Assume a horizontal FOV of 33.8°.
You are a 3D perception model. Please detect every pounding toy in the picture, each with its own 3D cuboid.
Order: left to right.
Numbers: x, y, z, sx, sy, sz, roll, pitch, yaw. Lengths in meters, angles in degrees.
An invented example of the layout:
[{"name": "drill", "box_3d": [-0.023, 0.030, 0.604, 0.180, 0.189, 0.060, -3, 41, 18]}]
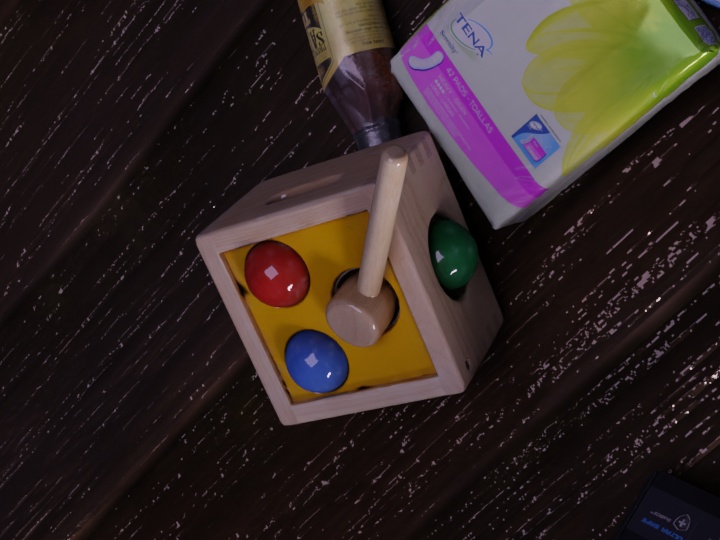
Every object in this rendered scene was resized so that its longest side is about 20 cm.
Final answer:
[{"name": "pounding toy", "box_3d": [0.000, 0.000, 0.824, 0.198, 0.142, 0.186, -14, 109, 30]}]

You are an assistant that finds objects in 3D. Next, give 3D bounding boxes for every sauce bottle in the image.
[{"name": "sauce bottle", "box_3d": [-0.004, -0.164, 0.901, 0.065, 0.066, 0.202, -19, 83, 27]}]

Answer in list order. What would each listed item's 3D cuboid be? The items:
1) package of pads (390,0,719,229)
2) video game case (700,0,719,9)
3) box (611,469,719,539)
[{"name": "package of pads", "box_3d": [0.130, -0.150, 0.824, 0.200, 0.068, 0.155, -40, 77, 31]}, {"name": "video game case", "box_3d": [0.250, -0.285, 0.790, 0.142, 0.018, 0.202, 30, 107, 23]}, {"name": "box", "box_3d": [0.216, 0.250, 0.738, 0.199, 0.050, 0.199, -55, 36, -9]}]
